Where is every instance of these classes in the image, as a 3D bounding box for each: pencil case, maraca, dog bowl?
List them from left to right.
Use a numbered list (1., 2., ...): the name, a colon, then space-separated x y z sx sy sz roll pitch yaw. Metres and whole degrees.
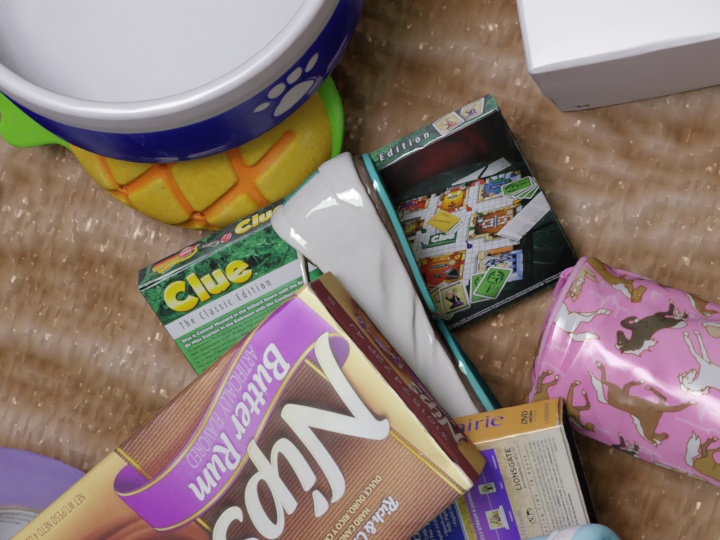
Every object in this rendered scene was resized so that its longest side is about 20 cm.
1. dog bowl: -0.096 -0.154 0.847 0.199 0.079 0.201 -2 77 7
2. maraca: -0.104 -0.088 0.932 0.199 0.107 0.138 19 126 2
3. pencil case: 0.177 0.058 0.875 0.199 0.087 0.083 17 109 13

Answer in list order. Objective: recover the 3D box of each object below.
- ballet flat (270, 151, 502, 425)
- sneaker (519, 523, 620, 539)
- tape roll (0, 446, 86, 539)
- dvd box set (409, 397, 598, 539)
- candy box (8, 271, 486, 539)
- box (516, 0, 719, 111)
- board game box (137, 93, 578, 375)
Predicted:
1. ballet flat: 0.018 0.037 0.894 0.069 0.070 0.201 -25 112 11
2. sneaker: 0.081 0.195 0.866 0.130 0.080 0.201 -7 127 26
3. tape roll: -0.174 0.192 0.884 0.085 0.200 0.201 -40 77 37
4. dvd box set: 0.019 0.147 0.900 0.199 0.029 0.147 -13 115 13
5. candy box: -0.055 0.109 0.841 0.200 0.056 0.117 -40 88 13
6. box: 0.119 -0.189 0.884 0.097 0.124 0.201 -9 85 12
7. board game box: 0.000 0.000 0.924 0.199 0.024 0.105 -25 121 10
